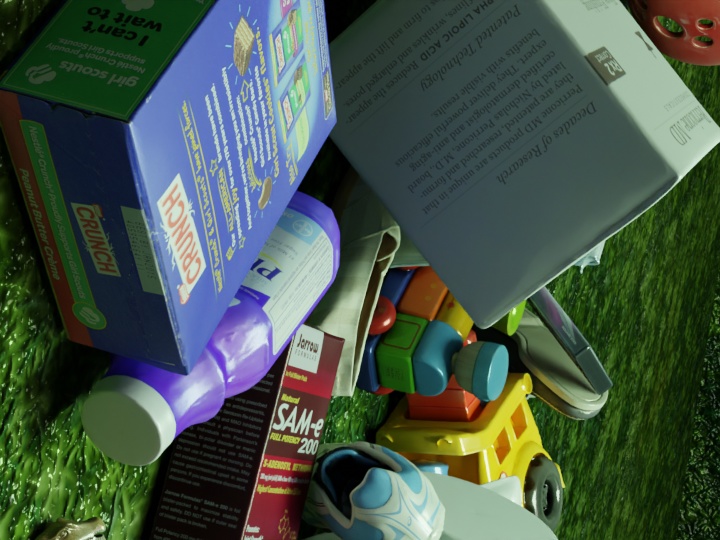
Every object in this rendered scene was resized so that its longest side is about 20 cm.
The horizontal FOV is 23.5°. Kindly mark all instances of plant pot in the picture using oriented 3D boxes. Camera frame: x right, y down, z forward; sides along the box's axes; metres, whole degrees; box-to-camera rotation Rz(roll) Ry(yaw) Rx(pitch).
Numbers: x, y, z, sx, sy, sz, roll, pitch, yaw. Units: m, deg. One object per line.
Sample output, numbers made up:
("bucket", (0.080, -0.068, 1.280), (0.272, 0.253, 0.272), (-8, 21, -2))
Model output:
("plant pot", (0.367, -0.345, 1.836), (0.183, 0.200, 0.201), (49, 55, -57))

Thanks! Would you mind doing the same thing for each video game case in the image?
("video game case", (0.132, 0.006, 1.412), (0.019, 0.200, 0.143), (-36, 158, 3))

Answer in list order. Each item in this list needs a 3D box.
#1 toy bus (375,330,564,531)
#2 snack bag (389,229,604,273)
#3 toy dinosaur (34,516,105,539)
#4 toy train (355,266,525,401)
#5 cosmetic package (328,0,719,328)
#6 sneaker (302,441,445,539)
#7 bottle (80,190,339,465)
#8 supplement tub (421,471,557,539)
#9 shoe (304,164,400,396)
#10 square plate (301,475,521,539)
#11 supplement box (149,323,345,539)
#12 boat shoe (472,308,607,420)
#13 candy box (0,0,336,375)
("toy bus", (0.072, 0.154, 1.412), (0.200, 0.136, 0.192), (-47, 132, -52))
("snack bag", (0.118, -0.077, 1.294), (0.021, 0.188, 0.200), (58, 45, -38))
("toy dinosaur", (-0.178, 0.197, 0.835), (0.200, 0.058, 0.101), (-60, 141, -60))
("toy train", (0.076, 0.016, 1.331), (0.085, 0.116, 0.200), (84, 26, -45))
("cosmetic package", (0.098, -0.102, 1.106), (0.165, 0.200, 0.165), (-40, 178, 25))
("sneaker", (-0.008, 0.137, 1.134), (0.072, 0.200, 0.073), (-42, 107, -14))
("bottle", (-0.081, 0.026, 0.932), (0.200, 0.083, 0.065), (-53, 152, -49))
("supplement tub", (0.045, 0.256, 1.205), (0.132, 0.132, 0.200), (-14, 125, -69))
("shoe", (0.000, 0.000, 1.196), (0.070, 0.053, 0.200), (71, 36, -58))
("square plate", (0.041, 0.268, 1.302), (0.200, 0.028, 0.198), (-14, 117, -20))
("supplement box", (-0.073, 0.126, 1.056), (0.109, 0.061, 0.200), (27, 76, -72))
("boat shoe", (0.149, 0.087, 1.518), (0.073, 0.200, 0.063), (4, 113, -30))
("candy box", (-0.087, -0.080, 0.858), (0.169, 0.077, 0.200), (84, 25, -45))
